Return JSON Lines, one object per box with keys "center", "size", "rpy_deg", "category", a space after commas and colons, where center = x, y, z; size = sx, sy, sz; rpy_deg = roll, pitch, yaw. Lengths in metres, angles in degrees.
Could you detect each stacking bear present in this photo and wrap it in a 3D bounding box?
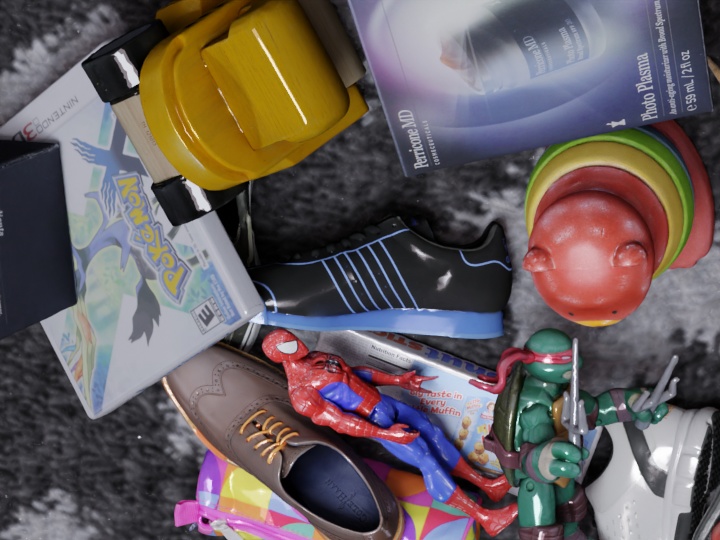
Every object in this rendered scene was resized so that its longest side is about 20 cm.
{"center": [0.150, -0.028, 1.620], "size": [0.121, 0.200, 0.114], "rpy_deg": [3, 108, 11], "category": "stacking bear"}

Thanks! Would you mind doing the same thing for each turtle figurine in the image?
{"center": [0.130, 0.109, 1.648], "size": [0.101, 0.150, 0.200], "rpy_deg": [19, 120, 31], "category": "turtle figurine"}

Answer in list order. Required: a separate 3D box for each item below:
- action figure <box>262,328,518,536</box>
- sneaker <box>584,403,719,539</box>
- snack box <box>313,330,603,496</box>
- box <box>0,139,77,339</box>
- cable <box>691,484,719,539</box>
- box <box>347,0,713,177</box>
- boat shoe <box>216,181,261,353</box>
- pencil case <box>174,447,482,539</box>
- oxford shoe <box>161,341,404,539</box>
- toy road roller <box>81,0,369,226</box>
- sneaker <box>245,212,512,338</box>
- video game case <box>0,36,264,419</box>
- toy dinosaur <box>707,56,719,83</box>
{"center": [0.020, 0.097, 1.719], "size": [0.200, 0.065, 0.052], "rpy_deg": [32, 126, -14], "category": "action figure"}
{"center": [0.187, 0.176, 1.758], "size": [0.080, 0.074, 0.200], "rpy_deg": [16, 106, 22], "category": "sneaker"}
{"center": [0.060, 0.096, 1.774], "size": [0.200, 0.024, 0.072], "rpy_deg": [21, 112, 5], "category": "snack box"}
{"center": [-0.322, -0.010, 1.699], "size": [0.197, 0.200, 0.118], "rpy_deg": [5, 110, 33], "category": "box"}
{"center": [0.248, 0.130, 1.717], "size": [0.097, 0.050, 0.200], "rpy_deg": [-15, 110, -11], "category": "cable"}
{"center": [0.096, -0.170, 1.558], "size": [0.198, 0.123, 0.200], "rpy_deg": [-11, 148, 6], "category": "box"}
{"center": [-0.103, -0.022, 1.749], "size": [0.071, 0.064, 0.200], "rpy_deg": [4, 109, 11], "category": "boat shoe"}
{"center": [-0.019, 0.165, 1.783], "size": [0.200, 0.088, 0.088], "rpy_deg": [14, 110, 7], "category": "pencil case"}
{"center": [-0.051, 0.108, 1.718], "size": [0.200, 0.073, 0.071], "rpy_deg": [38, 83, 11], "category": "oxford shoe"}
{"center": [-0.056, -0.123, 1.621], "size": [0.146, 0.200, 0.123], "rpy_deg": [-17, 106, 46], "category": "toy road roller"}
{"center": [0.000, 0.000, 1.721], "size": [0.200, 0.070, 0.078], "rpy_deg": [3, 95, -9], "category": "sneaker"}
{"center": [-0.166, -0.024, 1.722], "size": [0.182, 0.022, 0.200], "rpy_deg": [-33, 83, 42], "category": "video game case"}
{"center": [0.269, -0.031, 1.669], "size": [0.106, 0.060, 0.200], "rpy_deg": [2, 108, 13], "category": "toy dinosaur"}
